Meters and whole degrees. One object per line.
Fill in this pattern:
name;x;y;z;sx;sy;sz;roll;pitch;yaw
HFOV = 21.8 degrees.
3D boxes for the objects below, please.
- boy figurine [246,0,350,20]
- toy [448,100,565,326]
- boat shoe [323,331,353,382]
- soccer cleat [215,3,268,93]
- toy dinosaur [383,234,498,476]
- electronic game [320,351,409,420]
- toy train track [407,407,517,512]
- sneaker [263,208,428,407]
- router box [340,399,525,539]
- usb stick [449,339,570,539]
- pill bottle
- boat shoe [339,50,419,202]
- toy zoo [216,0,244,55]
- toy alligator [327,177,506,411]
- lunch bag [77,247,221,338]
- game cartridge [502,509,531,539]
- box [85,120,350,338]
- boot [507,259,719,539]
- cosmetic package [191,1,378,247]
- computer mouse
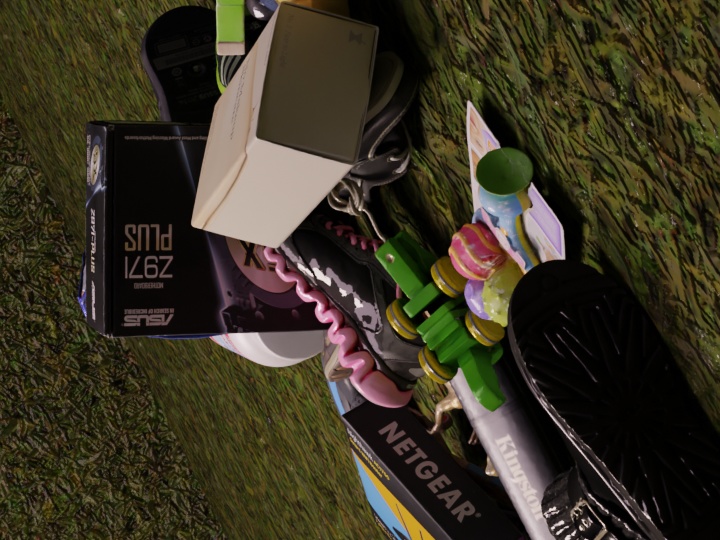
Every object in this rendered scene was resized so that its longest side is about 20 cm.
boy figurine;-0.041;-0.216;1.266;0.125;0.064;0.200;60;165;13
toy;0.089;-0.005;1.216;0.115;0.047;0.200;56;164;32
boat shoe;0.004;0.036;1.575;0.200;0.074;0.074;116;141;-65
soccer cleat;-0.084;-0.175;1.498;0.200;0.067;0.082;-165;60;-72
toy dinosaur;0.068;0.065;1.448;0.201;0.058;0.101;63;150;7
electronic game;0.017;0.152;1.772;0.200;0.041;0.200;56;164;25
toy train track;0.101;0.159;1.501;0.200;0.032;0.115;24;148;58
sneaker;0.000;0.000;1.399;0.200;0.095;0.079;54;-156;9
router box;0.068;0.208;1.503;0.200;0.051;0.150;45;159;43
usb stick;0.122;0.139;1.359;0.201;0.055;0.033;62;-151;0
pill bottle;-0.088;0.034;1.792;0.109;0.108;0.200;65;166;-11
boat shoe;0.011;-0.098;1.329;0.067;0.072;0.200;26;159;-7
toy zoo;-0.091;-0.266;1.273;0.132;0.020;0.201;-96;5;-54
toy alligator;0.049;0.012;1.326;0.200;0.059;0.054;55;-154;14
lunch bag;-0.147;-0.020;1.630;0.170;0.199;0.125;-104;1;-69
game cartridge;0.147;0.264;1.528;0.134;0.041;0.200;67;166;-3
box;-0.114;-0.035;1.478;0.086;0.199;0.165;-160;71;-70
boot;0.146;0.105;1.149;0.212;0.079;0.158;60;166;10
cosmetic package;-0.055;-0.096;1.294;0.200;0.073;0.104;135;147;-67
computer mouse;-0.140;-0.143;1.623;0.053;0.138;0.201;79;178;-56
